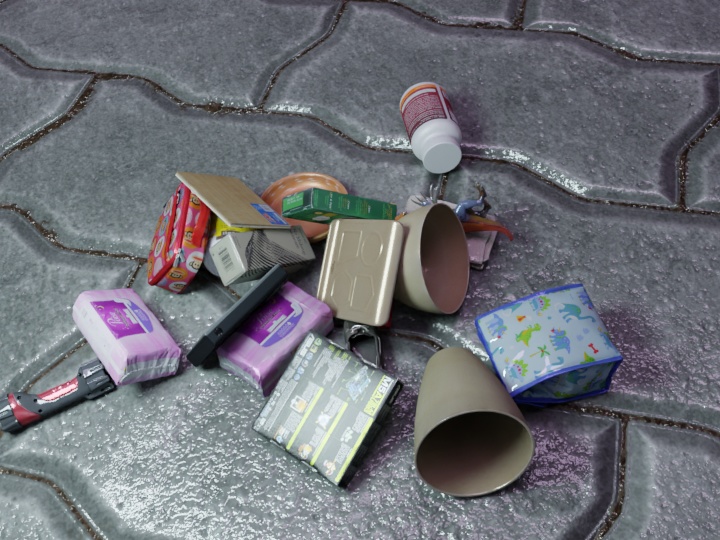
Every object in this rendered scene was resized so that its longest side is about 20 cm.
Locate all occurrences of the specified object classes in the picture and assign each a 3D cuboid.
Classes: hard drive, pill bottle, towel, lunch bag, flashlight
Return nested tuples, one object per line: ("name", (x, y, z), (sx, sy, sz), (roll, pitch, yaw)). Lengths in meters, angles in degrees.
("hard drive", (-0.224, 0.082, 1.484), (0.033, 0.140, 0.200), (45, 56, -1))
("pill bottle", (0.157, -0.311, 1.786), (0.112, 0.114, 0.201), (-10, 49, -2))
("towel", (0.172, -0.079, 1.631), (0.198, 0.035, 0.133), (15, 52, 13))
("pill bottle", (-0.265, -0.091, 1.657), (0.108, 0.110, 0.201), (-9, 50, 0))
("lunch bag", (-0.345, -0.071, 1.597), (0.081, 0.176, 0.202), (21, 54, -28))
("lunch bag", (0.312, 0.133, 1.385), (0.198, 0.128, 0.171), (-9, 49, -13))
("flashlight", (-0.552, 0.219, 1.463), (0.199, 0.068, 0.068), (-27, 50, -13))

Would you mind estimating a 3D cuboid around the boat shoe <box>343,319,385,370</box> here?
("boat shoe", (0.010, 0.145, 1.449), (0.066, 0.057, 0.201), (-11, 55, -2))

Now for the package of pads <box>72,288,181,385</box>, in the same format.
("package of pads", (-0.429, 0.119, 1.489), (0.120, 0.076, 0.200), (-3, 37, -47))

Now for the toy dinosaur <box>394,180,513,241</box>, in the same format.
("toy dinosaur", (0.165, -0.099, 1.576), (0.181, 0.105, 0.201), (-35, 70, 1))

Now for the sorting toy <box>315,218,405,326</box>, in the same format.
("sorting toy", (0.000, 0.000, 1.484), (0.199, 0.036, 0.187), (7, 86, 51))

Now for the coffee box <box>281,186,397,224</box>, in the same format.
("coffee box", (-0.041, -0.118, 1.589), (0.198, 0.123, 0.044), (8, 81, -33))

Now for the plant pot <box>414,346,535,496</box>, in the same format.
("plant pot", (0.165, 0.221, 1.311), (0.185, 0.189, 0.201), (-8, 36, 0))

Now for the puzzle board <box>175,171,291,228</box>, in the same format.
("puzzle board", (-0.245, -0.132, 1.565), (0.150, 0.018, 0.200), (0, 32, -48))

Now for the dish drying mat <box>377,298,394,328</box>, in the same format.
("dish drying mat", (0.031, 0.026, 1.581), (0.076, 0.018, 0.201), (2, 50, 8))

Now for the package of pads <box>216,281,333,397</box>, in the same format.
("package of pads", (-0.155, 0.123, 1.485), (0.120, 0.076, 0.200), (29, 59, 28))

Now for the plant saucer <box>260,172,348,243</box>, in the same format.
("plant saucer", (-0.119, -0.125, 1.716), (0.198, 0.038, 0.202), (-4, 51, 5))

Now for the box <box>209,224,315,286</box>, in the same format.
("box", (-0.183, -0.031, 1.544), (0.199, 0.068, 0.083), (-14, 75, -52))

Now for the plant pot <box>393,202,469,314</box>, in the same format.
("plant pot", (0.101, -0.017, 1.514), (0.133, 0.201, 0.201), (-6, 45, 33))

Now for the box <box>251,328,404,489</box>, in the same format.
("box", (-0.056, 0.227, 1.364), (0.192, 0.048, 0.201), (26, 79, 25))
